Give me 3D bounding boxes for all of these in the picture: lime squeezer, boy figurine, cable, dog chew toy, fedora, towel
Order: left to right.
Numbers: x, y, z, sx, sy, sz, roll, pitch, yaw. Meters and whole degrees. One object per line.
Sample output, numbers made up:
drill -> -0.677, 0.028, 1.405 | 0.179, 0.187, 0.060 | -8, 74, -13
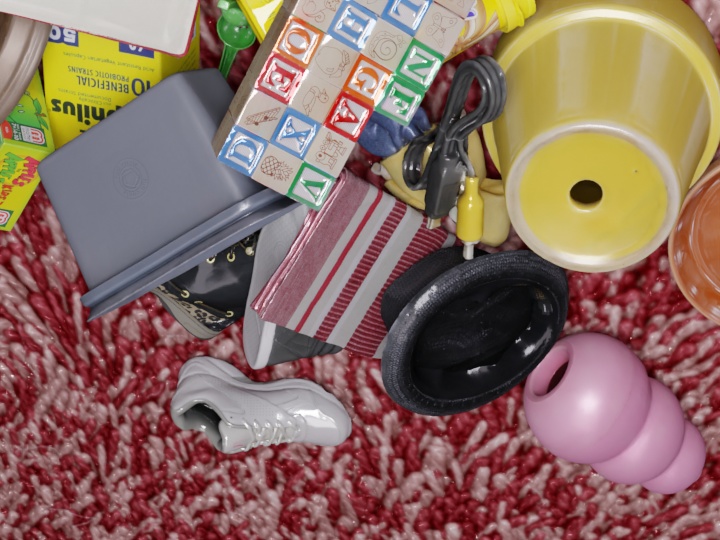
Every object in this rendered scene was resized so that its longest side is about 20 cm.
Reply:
lime squeezer -> -0.113, -0.205, 1.031 | 0.038, 0.071, 0.200 | 38, 160, 2
towel -> 0.000, 0.000, 1.081 | 0.023, 0.199, 0.145 | 37, 97, 36
boy figurine -> 0.065, -0.101, 1.068 | 0.199, 0.065, 0.124 | 37, 142, -14
fedora -> 0.091, 0.039, 1.109 | 0.199, 0.092, 0.202 | -18, 131, -22
cable -> 0.080, -0.104, 0.964 | 0.050, 0.098, 0.201 | -14, 143, -24
dog chew toy -> 0.253, 0.147, 1.165 | 0.199, 0.125, 0.124 | 34, 126, -19

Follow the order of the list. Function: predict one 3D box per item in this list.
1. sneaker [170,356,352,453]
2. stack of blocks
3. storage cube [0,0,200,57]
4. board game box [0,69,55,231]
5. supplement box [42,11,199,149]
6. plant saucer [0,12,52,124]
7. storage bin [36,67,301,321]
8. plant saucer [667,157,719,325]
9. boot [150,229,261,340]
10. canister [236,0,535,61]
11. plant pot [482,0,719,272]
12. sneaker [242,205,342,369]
sneaker -> -0.110, 0.162, 1.279 | 0.198, 0.100, 0.079 | 11, 126, 7
stack of blocks -> -0.012, -0.149, 0.878 | 0.114, 0.059, 0.201 | 26, 101, -18
storage cube -> -0.189, -0.294, 0.907 | 0.198, 0.181, 0.172 | 13, 128, -17
board game box -> -0.323, -0.146, 1.066 | 0.047, 0.201, 0.102 | 9, 136, -37
supplement box -> -0.210, -0.157, 1.078 | 0.108, 0.110, 0.202 | 11, 127, 7
plant saucer -> -0.320, -0.204, 1.018 | 0.199, 0.202, 0.029 | -35, 145, 32
storage bin -> -0.155, -0.071, 0.992 | 0.199, 0.145, 0.135 | -27, 92, 22
plant saucer -> 0.372, -0.027, 1.063 | 0.198, 0.032, 0.202 | 8, 126, 11
boot -> -0.147, -0.025, 1.169 | 0.153, 0.074, 0.204 | -21, 131, 24
canister -> 0.016, -0.213, 0.939 | 0.199, 0.087, 0.149 | -31, 112, -1
plant pot -> 0.187, -0.104, 0.961 | 0.199, 0.189, 0.202 | 7, 125, 11
sneaker -> -0.043, 0.009, 1.115 | 0.098, 0.071, 0.201 | -5, 136, -25
